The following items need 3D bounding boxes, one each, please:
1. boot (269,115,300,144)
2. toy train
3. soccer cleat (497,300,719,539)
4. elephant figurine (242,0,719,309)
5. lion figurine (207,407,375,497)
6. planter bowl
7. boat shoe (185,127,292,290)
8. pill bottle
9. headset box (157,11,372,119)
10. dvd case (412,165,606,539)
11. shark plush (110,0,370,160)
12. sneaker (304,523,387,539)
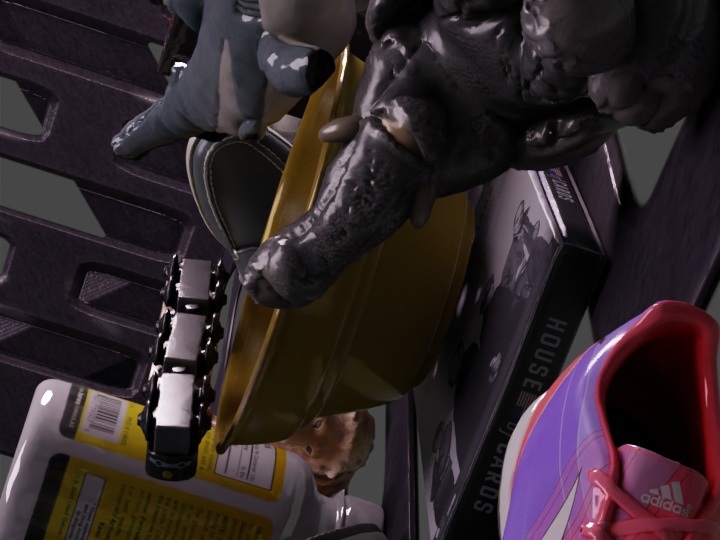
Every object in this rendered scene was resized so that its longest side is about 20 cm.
[{"bbox_3d":[-0.017,-0.161,1.869,0.131,0.068,0.200,-68,15,1],"label":"boot"},{"bbox_3d":[-0.083,0.044,1.003,0.200,0.034,0.046,-92,7,-66],"label":"toy train"},{"bbox_3d":[0.069,0.092,0.582,0.200,0.068,0.073,-77,12,-47],"label":"soccer cleat"},{"bbox_3d":[0.048,-0.083,0.833,0.200,0.155,0.142,-49,45,51],"label":"elephant figurine"},{"bbox_3d":[-0.049,0.143,1.297,0.072,0.122,0.200,-33,-43,-44],"label":"lion figurine"},{"bbox_3d":[0.000,0.000,0.981,0.200,0.083,0.200,-162,90,-83],"label":"planter bowl"},{"bbox_3d":[-0.037,-0.005,1.258,0.073,0.200,0.062,-30,28,-3],"label":"boat shoe"},{"bbox_3d":[-0.094,0.139,1.141,0.112,0.200,0.112,-162,90,-83],"label":"pill bottle"},{"bbox_3d":[-0.020,-0.156,1.145,0.200,0.149,0.075,126,160,-67],"label":"headset box"},{"bbox_3d":[0.061,0.026,0.945,0.200,0.025,0.150,-92,21,-71],"label":"dvd case"},{"bbox_3d":[-0.054,-0.108,0.915,0.091,0.083,0.200,-54,8,-27],"label":"shark plush"},{"bbox_3d":[-0.034,0.207,1.010,0.200,0.121,0.084,-26,-18,-38],"label":"sneaker"}]
